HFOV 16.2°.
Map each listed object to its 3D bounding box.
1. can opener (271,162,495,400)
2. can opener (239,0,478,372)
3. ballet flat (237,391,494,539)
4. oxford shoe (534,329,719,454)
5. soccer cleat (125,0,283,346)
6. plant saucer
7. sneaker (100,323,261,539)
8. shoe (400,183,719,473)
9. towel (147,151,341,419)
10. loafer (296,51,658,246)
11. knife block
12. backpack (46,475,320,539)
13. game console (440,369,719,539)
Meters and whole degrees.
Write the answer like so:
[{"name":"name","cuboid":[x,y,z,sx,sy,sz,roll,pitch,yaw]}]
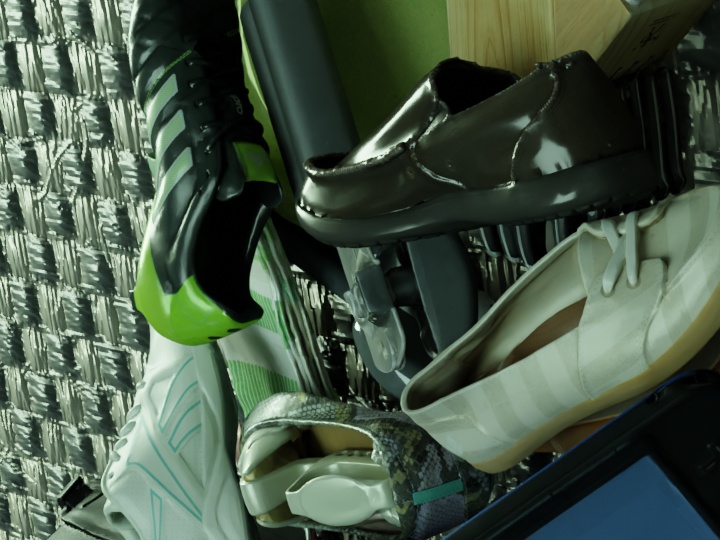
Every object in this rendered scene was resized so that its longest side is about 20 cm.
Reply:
[{"name":"can opener","cuboid":[0.000,0.000,1.280,0.200,0.066,0.053,40,133,42]},{"name":"can opener","cuboid":[0.001,-0.049,1.209,0.053,0.066,0.201,124,131,-71]},{"name":"ballet flat","cuboid":[-0.019,0.098,1.238,0.200,0.072,0.073,-2,105,54]},{"name":"oxford shoe","cuboid":[0.115,0.065,1.159,0.071,0.072,0.200,41,158,-18]},{"name":"soccer cleat","cuboid":[-0.071,-0.065,1.227,0.081,0.067,0.202,-6,83,48]},{"name":"plant saucer","cuboid":[-0.014,-0.118,1.253,0.199,0.031,0.202,19,117,44]},{"name":"sneaker","cuboid":[-0.102,0.094,1.340,0.071,0.080,0.201,70,-172,-58]},{"name":"shoe","cuboid":[0.095,0.022,1.080,0.200,0.053,0.070,-41,30,35]},{"name":"towel","cuboid":[-0.056,0.034,1.355,0.152,0.023,0.201,15,127,68]},{"name":"loafer","cuboid":[0.046,-0.054,1.074,0.199,0.073,0.072,-7,93,48]},{"name":"knife block","cuboid":[0.075,-0.108,1.125,0.201,0.064,0.176,58,142,15]},{"name":"backpack","cuboid":[-0.097,0.207,1.409,0.199,0.178,0.151,2,130,48]},{"name":"game console","cuboid":[0.121,0.170,1.071,0.171,0.199,0.119,47,-170,-43]}]
